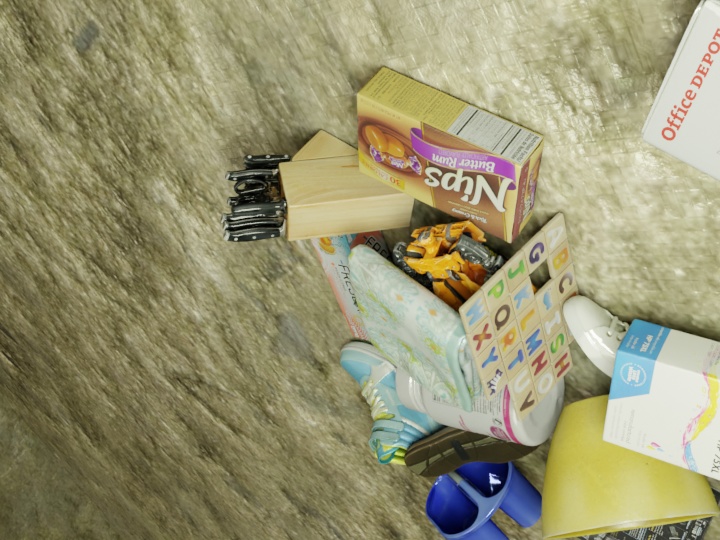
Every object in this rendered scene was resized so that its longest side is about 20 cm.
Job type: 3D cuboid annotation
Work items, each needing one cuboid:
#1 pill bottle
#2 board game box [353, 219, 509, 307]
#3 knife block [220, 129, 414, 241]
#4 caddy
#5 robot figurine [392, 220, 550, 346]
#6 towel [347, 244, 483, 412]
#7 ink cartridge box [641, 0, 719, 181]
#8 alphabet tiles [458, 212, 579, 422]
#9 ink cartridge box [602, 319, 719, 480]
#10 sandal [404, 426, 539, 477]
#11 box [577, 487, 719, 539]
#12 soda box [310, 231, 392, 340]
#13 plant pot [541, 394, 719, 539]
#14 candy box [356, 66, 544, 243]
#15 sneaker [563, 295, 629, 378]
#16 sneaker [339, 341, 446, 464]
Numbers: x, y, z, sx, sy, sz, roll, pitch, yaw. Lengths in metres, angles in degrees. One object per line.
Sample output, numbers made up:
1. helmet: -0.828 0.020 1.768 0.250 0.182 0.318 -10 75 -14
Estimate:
1. pill bottle: 0.148 0.147 1.257 0.198 0.114 0.114 7 135 42
2. board game box: 0.087 0.019 1.195 0.104 0.024 0.200 30 139 -19
3. knife block: -0.058 -0.073 1.156 0.198 0.176 0.064 30 148 16
4. caddy: 0.164 0.319 1.393 0.105 0.142 0.200 44 175 -13
5. robot figurine: 0.125 0.015 1.100 0.144 0.059 0.200 -5 139 44
6. towel: 0.064 0.073 1.132 0.170 0.048 0.201 35 160 26
7. ink cartridge box: 0.338 -0.126 0.757 0.199 0.086 0.147 33 147 16
8. alphabet tiles: 0.183 0.064 1.072 0.007 0.167 0.202 23 145 44
9. ink cartridge box: 0.351 0.138 0.982 0.197 0.067 0.118 16 124 26
10. sandal: 0.153 0.229 1.356 0.198 0.055 0.082 -23 119 21
11. box: 0.368 0.320 1.287 0.156 0.050 0.202 25 144 25
12. soda box: 0.000 0.000 1.287 0.068 0.064 0.202 11 138 38
13. plant pot: 0.294 0.221 1.134 0.200 0.197 0.144 -37 56 57
14. candy box: 0.091 -0.122 1.052 0.198 0.057 0.118 29 147 22
15. sneaker: 0.311 0.088 1.074 0.200 0.073 0.085 44 125 -1
16. sneaker: 0.029 0.198 1.427 0.199 0.131 0.080 33 149 13
